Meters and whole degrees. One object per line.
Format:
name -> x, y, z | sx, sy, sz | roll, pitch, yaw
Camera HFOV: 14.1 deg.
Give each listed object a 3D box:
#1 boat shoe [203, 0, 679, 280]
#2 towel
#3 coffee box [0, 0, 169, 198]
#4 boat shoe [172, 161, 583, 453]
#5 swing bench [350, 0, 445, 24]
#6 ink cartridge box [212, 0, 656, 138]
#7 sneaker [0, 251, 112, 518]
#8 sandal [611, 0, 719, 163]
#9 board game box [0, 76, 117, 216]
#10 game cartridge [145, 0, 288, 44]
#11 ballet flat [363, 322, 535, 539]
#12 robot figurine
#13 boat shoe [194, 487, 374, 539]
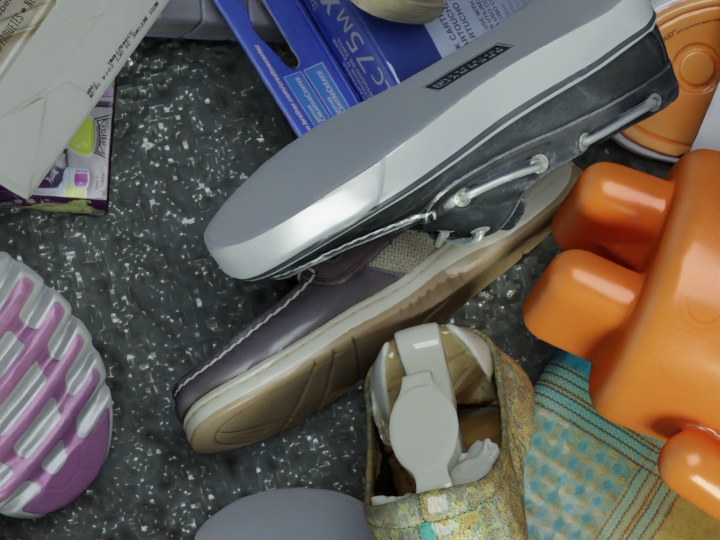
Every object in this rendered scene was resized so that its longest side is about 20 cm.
boat shoe -> 0.036, -0.040, 1.123 | 0.200, 0.072, 0.068 | -33, 112, -17
towel -> 0.122, 0.099, 1.175 | 0.147, 0.022, 0.200 | 34, 71, 3
coffee box -> -0.182, -0.134, 1.134 | 0.200, 0.080, 0.114 | 34, 89, 22
boat shoe -> 0.000, 0.000, 1.170 | 0.200, 0.072, 0.065 | -35, 76, -18
swing bench -> 0.028, -0.215, 1.141 | 0.200, 0.130, 0.199 | -18, 65, -21
ink cartridge box -> 0.034, -0.135, 1.199 | 0.200, 0.042, 0.119 | -25, 78, -27
sneaker -> -0.179, 0.013, 1.141 | 0.080, 0.088, 0.200 | -47, 107, -17
sandal -> 0.203, -0.070, 1.204 | 0.206, 0.059, 0.079 | 8, 101, -5
board game box -> -0.157, -0.125, 1.206 | 0.120, 0.032, 0.200 | 2, 74, -2
game cartridge -> -0.076, -0.193, 1.209 | 0.130, 0.038, 0.200 | 2, 76, -30
ballet flat -> 0.029, 0.058, 1.095 | 0.071, 0.200, 0.071 | 0, 117, 0
robot figurine -> 0.166, 0.026, 1.133 | 0.200, 0.117, 0.144 | 20, 32, -2
boat shoe -> 0.005, 0.142, 1.092 | 0.072, 0.200, 0.066 | -28, 120, -28
